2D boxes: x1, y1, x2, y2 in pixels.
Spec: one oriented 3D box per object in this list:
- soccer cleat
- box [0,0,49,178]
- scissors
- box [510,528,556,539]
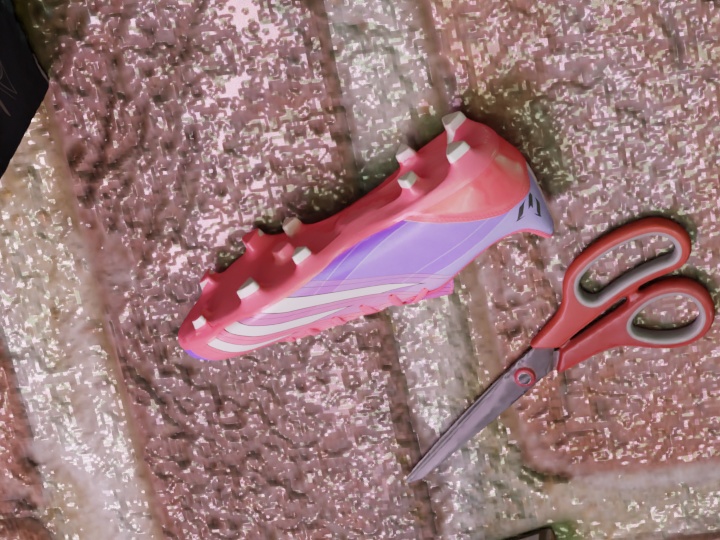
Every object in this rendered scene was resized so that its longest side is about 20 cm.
[{"bbox_3d":[0.000,0.000,1.239,0.200,0.067,0.077,-33,115,19],"label":"soccer cleat"},{"bbox_3d":[-0.250,-0.108,1.131,0.117,0.200,0.197,-18,114,16],"label":"box"},{"bbox_3d":[0.088,0.040,1.279,0.199,0.014,0.073,-29,114,21],"label":"scissors"},{"bbox_3d":[0.085,0.242,1.378,0.121,0.032,0.201,-19,116,16],"label":"box"}]
